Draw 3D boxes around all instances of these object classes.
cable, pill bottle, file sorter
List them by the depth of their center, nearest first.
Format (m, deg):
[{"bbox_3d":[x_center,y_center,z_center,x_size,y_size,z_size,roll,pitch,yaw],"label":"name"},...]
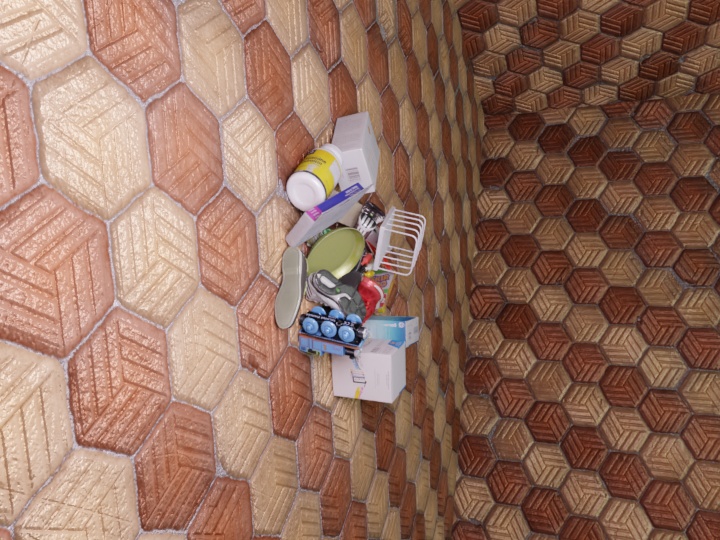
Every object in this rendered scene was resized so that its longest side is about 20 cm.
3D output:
[{"bbox_3d":[-0.113,-0.253,1.564,0.202,0.108,0.115,-64,146,-48],"label":"pill bottle"},{"bbox_3d":[0.000,0.000,1.830,0.200,0.049,0.100,-47,135,-59],"label":"cable"},{"bbox_3d":[0.125,-0.090,1.833,0.201,0.120,0.143,-59,160,-63],"label":"file sorter"}]

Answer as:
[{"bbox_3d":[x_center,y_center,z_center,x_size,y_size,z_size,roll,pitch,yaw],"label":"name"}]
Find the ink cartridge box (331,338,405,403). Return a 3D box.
[{"bbox_3d":[0.026,0.298,1.795,0.147,0.193,0.150,-26,116,-65],"label":"ink cartridge box"}]

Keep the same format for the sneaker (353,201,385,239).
[{"bbox_3d":[0.006,-0.131,1.780,0.117,0.075,0.200,-53,178,24],"label":"sneaker"}]

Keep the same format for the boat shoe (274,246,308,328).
[{"bbox_3d":[-0.167,0.048,1.480,0.060,0.069,0.209,37,56,-62],"label":"boat shoe"}]

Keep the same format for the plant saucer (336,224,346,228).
[{"bbox_3d":[-0.035,-0.050,1.856,0.199,0.035,0.209,1,90,-68],"label":"plant saucer"}]

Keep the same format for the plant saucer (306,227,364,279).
[{"bbox_3d":[-0.077,-0.044,1.626,0.196,0.031,0.203,-28,144,-22],"label":"plant saucer"}]

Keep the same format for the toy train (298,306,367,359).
[{"bbox_3d":[-0.074,0.170,1.561,0.087,0.193,0.118,-52,148,-55],"label":"toy train"}]

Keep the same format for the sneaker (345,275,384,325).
[{"bbox_3d":[0.008,0.105,1.669,0.117,0.077,0.202,-55,161,-20],"label":"sneaker"}]

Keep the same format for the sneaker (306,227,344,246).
[{"bbox_3d":[-0.089,-0.097,1.652,0.199,0.086,0.080,21,71,-67],"label":"sneaker"}]

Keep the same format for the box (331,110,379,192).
[{"bbox_3d":[-0.015,-0.350,1.774,0.204,0.103,0.155,-82,158,-45],"label":"box"}]

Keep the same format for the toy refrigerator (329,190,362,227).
[{"bbox_3d":[-0.067,-0.182,1.720,0.199,0.068,0.078,13,97,-68],"label":"toy refrigerator"}]

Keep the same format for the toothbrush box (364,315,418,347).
[{"bbox_3d":[0.080,0.196,1.929,0.146,0.193,0.089,-4,95,-68],"label":"toothbrush box"}]

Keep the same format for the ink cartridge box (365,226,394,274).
[{"bbox_3d":[0.059,-0.091,1.964,0.176,0.043,0.199,59,10,24],"label":"ink cartridge box"}]

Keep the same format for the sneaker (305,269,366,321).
[{"bbox_3d":[-0.076,0.073,1.614,0.200,0.114,0.077,43,61,-25],"label":"sneaker"}]

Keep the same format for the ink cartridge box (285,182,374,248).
[{"bbox_3d":[-0.080,-0.151,1.487,0.195,0.200,0.044,-35,86,-37],"label":"ink cartridge box"}]

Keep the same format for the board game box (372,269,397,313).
[{"bbox_3d":[0.060,0.063,2.011,0.203,0.092,0.031,-67,147,-44],"label":"board game box"}]

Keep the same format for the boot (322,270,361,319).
[{"bbox_3d":[-0.028,0.110,1.755,0.192,0.067,0.200,-61,151,-5],"label":"boot"}]
